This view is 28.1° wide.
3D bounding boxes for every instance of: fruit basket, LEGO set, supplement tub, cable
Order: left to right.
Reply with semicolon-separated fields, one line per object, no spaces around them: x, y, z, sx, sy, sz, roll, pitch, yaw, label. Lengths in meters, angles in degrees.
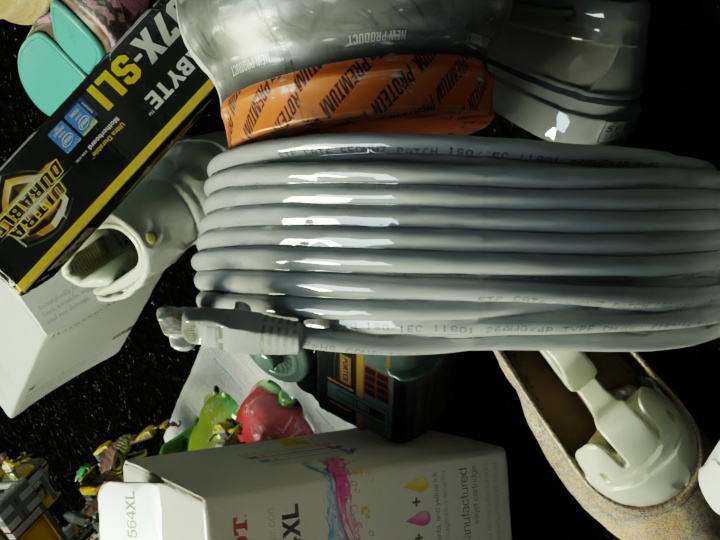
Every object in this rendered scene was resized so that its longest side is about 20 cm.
-0.159;0.137;0.890;0.199;0.154;0.116;-3;123;50;LEGO set
-0.050;0.126;0.960;0.185;0.094;0.200;46;133;17;fruit basket
-0.011;-0.146;0.513;0.122;0.122;0.201;-12;83;59;supplement tub
0.037;-0.008;0.527;0.200;0.199;0.070;4;-94;-83;cable

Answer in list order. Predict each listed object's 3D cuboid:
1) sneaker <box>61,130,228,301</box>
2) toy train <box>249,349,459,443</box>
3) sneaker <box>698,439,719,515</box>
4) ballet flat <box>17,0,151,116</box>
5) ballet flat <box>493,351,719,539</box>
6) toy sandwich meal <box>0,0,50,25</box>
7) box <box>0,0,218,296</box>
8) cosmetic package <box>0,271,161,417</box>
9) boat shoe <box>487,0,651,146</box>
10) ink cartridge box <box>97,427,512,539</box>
-0.150;-0.034;0.900;0.200;0.115;0.074;-7;114;59;sneaker
0.000;0.000;0.753;0.114;0.085;0.201;24;136;23;toy train
0.173;0.019;0.530;0.100;0.078;0.200;53;143;22;sneaker
-0.151;-0.138;0.836;0.069;0.071;0.200;47;161;-6;ballet flat
0.100;0.053;0.646;0.200;0.068;0.067;50;180;7;ballet flat
-0.229;-0.246;0.866;0.205;0.070;0.206;39;151;27;toy sandwich meal
-0.122;-0.065;0.712;0.049;0.160;0.200;44;175;-8;box
-0.227;0.025;1.075;0.081;0.113;0.200;54;152;5;cosmetic package
0.040;-0.120;0.598;0.200;0.073;0.067;30;122;29;boat shoe
-0.034;0.162;0.764;0.125;0.199;0.129;2;97;62;ink cartridge box
